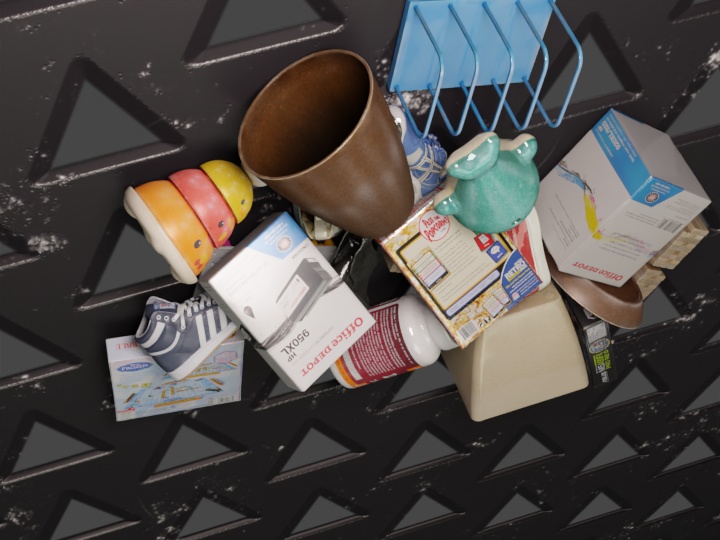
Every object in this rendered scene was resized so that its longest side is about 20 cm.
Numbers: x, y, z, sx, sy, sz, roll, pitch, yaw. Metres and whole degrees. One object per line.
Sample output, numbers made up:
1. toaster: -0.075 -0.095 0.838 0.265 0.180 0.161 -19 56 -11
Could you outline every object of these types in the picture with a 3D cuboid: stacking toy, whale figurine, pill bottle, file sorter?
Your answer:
1. stacking toy: -0.188 -0.093 1.505 0.199 0.146 0.147 -37 144 -7
2. whale figurine: 0.168 -0.111 1.516 0.158 0.104 0.200 -34 163 5
3. pill bottle: 0.052 0.103 1.814 0.198 0.114 0.113 -19 146 24
4. file sorter: 0.154 -0.250 1.457 0.198 0.123 0.139 -7 140 -18

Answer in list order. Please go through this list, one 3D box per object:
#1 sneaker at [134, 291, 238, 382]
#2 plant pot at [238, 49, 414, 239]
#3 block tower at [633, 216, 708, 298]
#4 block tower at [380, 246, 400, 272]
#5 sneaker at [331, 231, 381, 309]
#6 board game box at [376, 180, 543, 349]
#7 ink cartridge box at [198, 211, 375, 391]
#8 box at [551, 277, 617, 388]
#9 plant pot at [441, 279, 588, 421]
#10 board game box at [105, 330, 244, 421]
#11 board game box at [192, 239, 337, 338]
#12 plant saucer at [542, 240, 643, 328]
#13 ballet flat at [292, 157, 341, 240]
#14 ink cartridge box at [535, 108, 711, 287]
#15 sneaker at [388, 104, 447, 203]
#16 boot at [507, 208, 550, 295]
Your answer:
1. sneaker: -0.226 0.052 1.644 0.200 0.070 0.108 -46 113 3
2. plant pot: -0.018 -0.132 1.445 0.186 0.188 0.200 -31 136 13
3. block tower: 0.481 -0.018 1.949 0.054 0.058 0.201 8 132 -34
4. block tower: 0.124 -0.035 1.764 0.198 0.054 0.058 1 137 -26
5. sneaker: -0.002 -0.002 1.728 0.105 0.060 0.200 -56 162 1
6. board game box: 0.139 -0.015 1.657 0.151 0.046 0.201 -39 107 -1
7. ink cartridge box: -0.098 0.042 1.601 0.144 0.084 0.200 -43 102 -13
8. box: 0.361 0.077 1.931 0.044 0.161 0.201 -23 144 1
9. plant pot: 0.232 0.083 1.861 0.198 0.201 0.178 -16 133 -7
10. board game box: -0.277 0.152 1.781 0.198 0.041 0.200 -8 149 -13
11. board game box: -0.151 0.027 1.729 0.198 0.026 0.201 -1 139 -25
12. plant saucer: 0.362 0.008 1.815 0.199 0.201 0.035 14 125 -38
13. ballet flat: -0.059 -0.088 1.594 0.068 0.072 0.201 -13 143 -1
14. ink cartridge box: 0.371 -0.101 1.727 0.146 0.146 0.200 15 130 -38
15. sneaker: 0.068 -0.164 1.570 0.077 0.076 0.200 -29 153 -1
16. boot: 0.189 -0.032 1.716 0.143 0.072 0.202 -27 115 -17
